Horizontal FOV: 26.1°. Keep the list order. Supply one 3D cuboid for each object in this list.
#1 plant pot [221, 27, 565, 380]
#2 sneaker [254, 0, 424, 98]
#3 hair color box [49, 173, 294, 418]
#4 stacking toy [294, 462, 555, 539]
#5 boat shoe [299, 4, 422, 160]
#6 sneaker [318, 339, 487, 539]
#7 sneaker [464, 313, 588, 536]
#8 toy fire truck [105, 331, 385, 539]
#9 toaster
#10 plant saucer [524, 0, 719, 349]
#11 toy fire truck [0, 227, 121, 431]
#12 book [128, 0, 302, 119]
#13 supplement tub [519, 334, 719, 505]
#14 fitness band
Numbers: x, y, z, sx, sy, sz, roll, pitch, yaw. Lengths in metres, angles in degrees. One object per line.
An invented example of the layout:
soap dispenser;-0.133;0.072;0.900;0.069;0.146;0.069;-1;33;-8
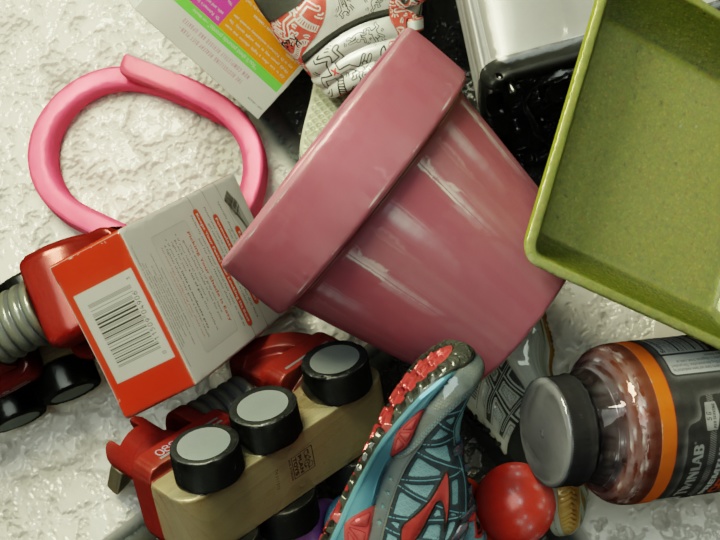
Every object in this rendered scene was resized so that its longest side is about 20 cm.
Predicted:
plant pot;0.037;-0.027;1.017;0.178;0.200;0.201;38;84;-5
sneaker;0.031;-0.210;1.112;0.201;0.067;0.108;-36;108;0
hair color box;-0.122;0.012;1.066;0.063;0.200;0.112;-24;95;22
stacking toy;0.040;0.178;1.052;0.198;0.085;0.086;-18;73;23
boat shoe;0.002;-0.143;1.181;0.074;0.062;0.202;7;62;16
sneaker;0.043;0.134;0.972;0.095;0.079;0.201;26;118;1
sneaker;0.103;0.097;1.101;0.087;0.076;0.202;-18;64;12
toy fire truck;-0.099;0.117;1.080;0.175;0.130;0.199;-31;36;-32
toaster;0.155;-0.164;1.099;0.198;0.181;0.120;-14;71;5
plant saucer;0.195;-0.065;0.983;0.198;0.048;0.202;23;78;-26
toy fire truck;-0.253;0.024;1.085;0.175;0.200;0.130;-26;79;12
book;-0.058;-0.230;1.135;0.200;0.133;0.048;-46;38;5
supplement tub;0.207;0.097;1.020;0.198;0.107;0.108;-5;73;-21
fitness band;-0.165;-0.084;1.209;0.199;0.037;0.145;24;84;16
